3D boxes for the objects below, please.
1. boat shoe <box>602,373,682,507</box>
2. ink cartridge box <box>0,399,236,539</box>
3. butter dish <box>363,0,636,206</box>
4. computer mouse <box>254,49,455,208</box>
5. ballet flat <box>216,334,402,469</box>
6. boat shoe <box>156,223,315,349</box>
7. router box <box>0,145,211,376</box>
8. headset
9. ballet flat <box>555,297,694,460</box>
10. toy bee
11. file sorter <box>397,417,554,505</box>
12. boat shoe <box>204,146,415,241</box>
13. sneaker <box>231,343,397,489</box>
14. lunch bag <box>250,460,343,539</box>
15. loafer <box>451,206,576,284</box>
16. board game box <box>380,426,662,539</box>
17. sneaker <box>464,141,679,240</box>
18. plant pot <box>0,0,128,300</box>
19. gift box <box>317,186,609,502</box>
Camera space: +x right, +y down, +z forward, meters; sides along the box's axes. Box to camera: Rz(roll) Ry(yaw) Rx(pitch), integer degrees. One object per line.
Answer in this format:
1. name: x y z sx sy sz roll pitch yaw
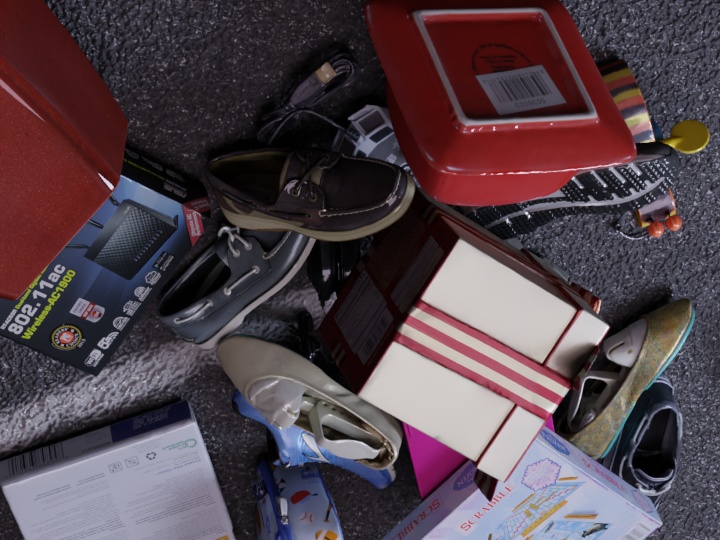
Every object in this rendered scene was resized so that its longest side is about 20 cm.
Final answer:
1. boat shoe: 0.298 0.202 1.936 0.071 0.068 0.202 -3 125 -14
2. ink cartridge box: -0.232 0.236 1.825 0.194 0.043 0.201 -18 130 -5
3. butter dish: 0.100 -0.124 1.575 0.198 0.201 0.148 -5 143 -24
4. computer mouse: 0.012 -0.113 1.644 0.199 0.044 0.110 31 115 -29
5. ballet flat: -0.046 0.125 1.698 0.199 0.070 0.070 28 114 -18
6. boat shoe: -0.107 -0.010 1.665 0.061 0.073 0.200 26 119 -34
7. router box: -0.245 -0.019 1.624 0.149 0.062 0.201 25 115 -28
8. headset: 0.000 0.000 1.689 0.123 0.094 0.201 25 115 -21
9. ballet flat: 0.259 0.104 1.861 0.070 0.071 0.201 17 119 -26
10. toy bee: 0.263 -0.089 1.693 0.131 0.109 0.200 -38 125 12
11. file sorter: 0.108 0.151 1.808 0.137 0.126 0.201 -17 128 -4
12. boat shoe: -0.049 -0.070 1.582 0.198 0.074 0.065 -2 151 32
13. sneaker: -0.045 0.154 1.799 0.200 0.079 0.089 39 105 -25
14. lunch bag: -0.058 0.289 1.837 0.075 0.161 0.202 -10 128 -9
15. loafer: 0.135 0.005 1.751 0.063 0.072 0.199 -39 129 22
16. board game box: 0.154 0.252 1.789 0.200 0.041 0.199 -43 125 17
17. sneaker: 0.183 -0.090 1.635 0.198 0.081 0.074 -11 144 24
18. plant pot: -0.290 -0.099 1.443 0.176 0.201 0.200 38 109 -19
19. gift box: 0.092 0.066 1.579 0.186 0.200 0.185 29 105 -22
